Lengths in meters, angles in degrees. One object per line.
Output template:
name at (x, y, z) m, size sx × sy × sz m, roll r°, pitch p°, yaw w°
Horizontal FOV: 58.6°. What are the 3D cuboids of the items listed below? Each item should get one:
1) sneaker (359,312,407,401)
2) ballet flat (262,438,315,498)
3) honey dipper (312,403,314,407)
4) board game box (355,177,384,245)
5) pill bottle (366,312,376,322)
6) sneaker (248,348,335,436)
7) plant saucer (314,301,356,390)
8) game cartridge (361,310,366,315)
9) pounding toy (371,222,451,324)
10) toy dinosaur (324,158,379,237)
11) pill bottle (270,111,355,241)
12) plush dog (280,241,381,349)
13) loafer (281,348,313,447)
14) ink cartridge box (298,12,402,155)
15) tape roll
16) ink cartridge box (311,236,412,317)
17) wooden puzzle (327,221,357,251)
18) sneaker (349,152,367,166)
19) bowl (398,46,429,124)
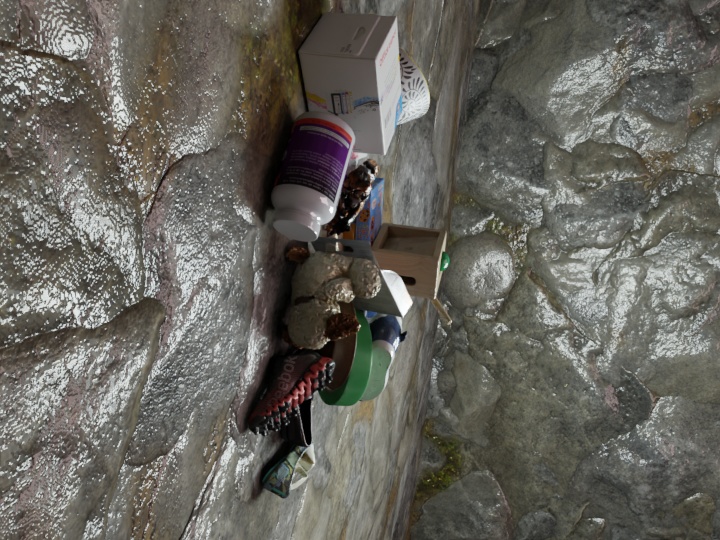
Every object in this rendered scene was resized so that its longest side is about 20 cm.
sneaker at (0.036, 0.172, 1.377) m, size 0.147 × 0.080 × 0.201 m, roll -71°, pitch -177°, yaw -48°
ballet flat at (-0.130, 0.392, 1.298) m, size 0.200 × 0.073 × 0.075 m, roll -41°, pitch 138°, yaw -63°
honey dipper at (-0.114, 0.188, 1.314) m, size 0.038 × 0.037 × 0.203 m, roll -45°, pitch 138°, yaw -65°
board game box at (0.021, -0.101, 1.478) m, size 0.151 × 0.036 × 0.203 m, roll -54°, pitch 149°, yaw -68°
pill bottle at (0.039, 0.137, 1.704) m, size 0.112 × 0.111 × 0.203 m, roll -47°, pitch 144°, yaw -64°
sneaker at (-0.140, 0.212, 1.167) m, size 0.200 × 0.098 × 0.071 m, roll -41°, pitch 156°, yaw -33°
plant saucer at (-0.064, 0.139, 1.304) m, size 0.200 × 0.036 × 0.203 m, roll -173°, pitch -90°, yaw -66°
game cartridge at (-0.025, 0.125, 1.482) m, size 0.134 × 0.040 × 0.202 m, roll 118°, pitch -13°, yaw -47°
pounding toy at (0.127, 0.003, 1.474) m, size 0.185 × 0.197 × 0.144 m, roll -63°, pitch 159°, yaw -59°
toy dinosaur at (-0.024, -0.134, 1.274) m, size 0.136 × 0.101 × 0.202 m, roll -44°, pitch 154°, yaw -41°
pill bottle at (-0.083, -0.156, 1.076) m, size 0.113 × 0.111 × 0.202 m, roll 64°, pitch 38°, yaw -65°
plush dog at (-0.078, 0.059, 1.175) m, size 0.160 × 0.199 × 0.174 m, roll 28°, pitch 57°, yaw -39°
loafer at (-0.113, 0.254, 1.270) m, size 0.071 × 0.062 × 0.203 m, roll -16°, pitch 117°, yaw -49°
ink cartridge box at (-0.011, -0.340, 1.169) m, size 0.201 × 0.143 × 0.148 m, roll 82°, pitch 22°, yaw -47°
tape roll at (-0.039, 0.178, 1.336) m, size 0.200 × 0.048 × 0.203 m, roll -173°, pitch -90°, yaw -66°
ink cartridge box at (0.000, 0.000, 1.285) m, size 0.050 × 0.161 × 0.201 m, roll -50°, pitch 132°, yaw -34°
wooden puzzle at (-0.017, -0.073, 1.494) m, size 0.201 × 0.046 × 0.187 m, roll -63°, pitch 157°, yaw -49°
sneaker at (-0.031, -0.269, 1.283) m, size 0.200 × 0.074 × 0.106 m, roll -52°, pitch 145°, yaw -66°
bowl at (0.038, -0.370, 1.328) m, size 0.094 × 0.200 × 0.202 m, roll -47°, pitch 152°, yaw -19°
